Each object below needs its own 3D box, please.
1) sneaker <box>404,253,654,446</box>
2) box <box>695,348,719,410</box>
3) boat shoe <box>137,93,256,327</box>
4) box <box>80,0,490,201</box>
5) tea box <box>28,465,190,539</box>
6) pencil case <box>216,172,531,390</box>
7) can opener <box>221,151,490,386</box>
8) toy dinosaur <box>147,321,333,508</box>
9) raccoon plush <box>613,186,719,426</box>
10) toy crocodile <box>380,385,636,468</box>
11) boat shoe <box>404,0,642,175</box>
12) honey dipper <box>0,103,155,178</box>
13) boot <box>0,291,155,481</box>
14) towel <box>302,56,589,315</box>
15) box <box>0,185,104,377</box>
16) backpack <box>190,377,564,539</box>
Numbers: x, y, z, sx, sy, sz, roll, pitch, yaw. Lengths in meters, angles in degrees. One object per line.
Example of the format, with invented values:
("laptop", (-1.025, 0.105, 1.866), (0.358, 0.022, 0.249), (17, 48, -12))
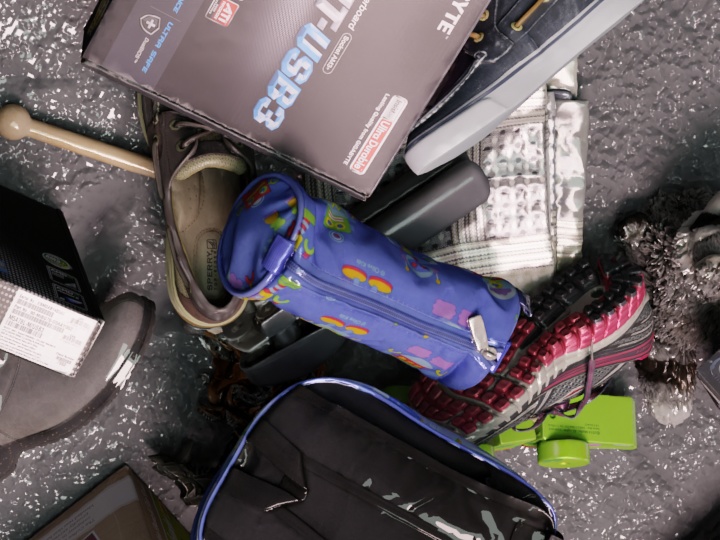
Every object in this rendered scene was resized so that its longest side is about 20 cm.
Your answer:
("sneaker", (0.118, 0.075, 1.354), (0.199, 0.081, 0.075), (-32, 128, -11))
("box", (0.310, 0.045, 1.386), (0.160, 0.200, 0.044), (-43, 73, 4))
("boat shoe", (-0.094, -0.066, 1.252), (0.073, 0.065, 0.202), (-9, 90, -17))
("box", (-0.033, -0.167, 1.180), (0.197, 0.050, 0.201), (26, 115, -17))
("tea box", (-0.169, 0.282, 1.366), (0.199, 0.134, 0.197), (-36, 118, 1))
("pencil case", (0.010, 0.011, 1.235), (0.199, 0.087, 0.078), (24, 97, -31))
("can opener", (0.000, 0.000, 1.309), (0.199, 0.053, 0.067), (-34, 123, -4))
("toy dinosaur", (-0.058, 0.113, 1.354), (0.136, 0.102, 0.200), (-42, 89, -18))
("raccoon plush", (0.248, 0.033, 1.384), (0.096, 0.134, 0.201), (-19, 115, -9))
("toy crocodile", (0.105, 0.106, 1.417), (0.198, 0.062, 0.068), (0, 76, -22))
("boat shoe", (0.085, -0.150, 1.281), (0.200, 0.071, 0.091), (-40, 88, -15))
("honey dipper", (-0.137, -0.068, 1.289), (0.199, 0.038, 0.038), (20, 105, -20))
("boot", (-0.236, 0.055, 1.274), (0.200, 0.070, 0.132), (-39, 117, 15))
("towel", (0.060, -0.050, 1.348), (0.198, 0.035, 0.194), (-8, 110, -14))
("box", (-0.258, -0.025, 1.183), (0.199, 0.193, 0.048), (25, 105, -23))
("backpack", (-0.003, 0.174, 1.256), (0.199, 0.147, 0.184), (34, 78, -2))
